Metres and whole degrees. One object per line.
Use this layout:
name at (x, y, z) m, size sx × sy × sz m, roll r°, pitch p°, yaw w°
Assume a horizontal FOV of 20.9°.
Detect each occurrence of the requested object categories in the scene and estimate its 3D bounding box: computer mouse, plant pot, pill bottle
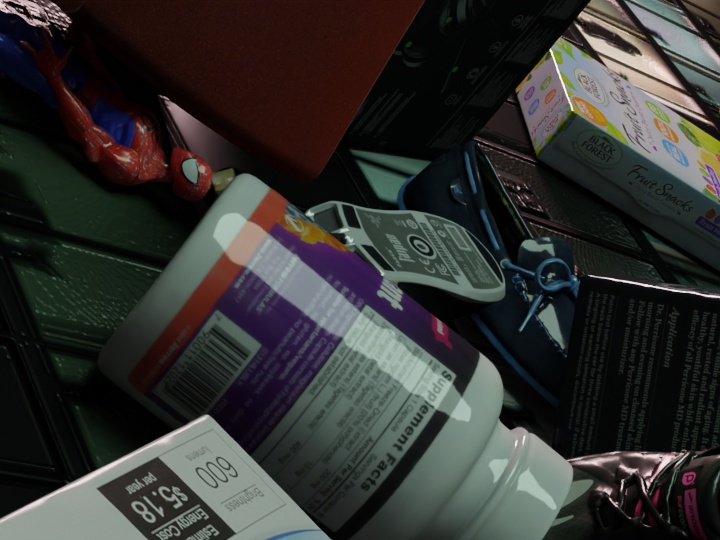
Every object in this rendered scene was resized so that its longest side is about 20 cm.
computer mouse at (0.000, 0.000, 1.069) m, size 0.199 × 0.044 × 0.110 m, roll 10°, pitch 36°, yaw -42°
plant pot at (-0.088, -0.195, 1.034) m, size 0.176 × 0.201 × 0.200 m, roll 15°, pitch 23°, yaw -47°
pill bottle at (-0.007, 0.059, 0.867) m, size 0.200 × 0.112 × 0.112 m, roll 38°, pitch 24°, yaw -5°

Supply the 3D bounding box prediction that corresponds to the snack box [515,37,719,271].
snack box at (0.216, -0.094, 1.532) m, size 0.199 × 0.053 × 0.143 m, roll 29°, pitch 25°, yaw -23°

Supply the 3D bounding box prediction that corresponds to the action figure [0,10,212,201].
action figure at (-0.158, -0.103, 1.010) m, size 0.200 × 0.052 × 0.065 m, roll 40°, pitch 19°, yaw -5°

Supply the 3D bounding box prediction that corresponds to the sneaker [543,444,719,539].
sneaker at (0.150, 0.111, 0.928) m, size 0.084 × 0.199 × 0.077 m, roll 55°, pitch 25°, yaw -66°

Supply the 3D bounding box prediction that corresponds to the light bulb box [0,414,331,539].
light bulb box at (-0.055, 0.174, 0.581) m, size 0.200 × 0.125 × 0.198 m, roll 44°, pitch 24°, yaw 10°

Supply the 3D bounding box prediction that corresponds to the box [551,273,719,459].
box at (0.242, 0.080, 1.076) m, size 0.196 × 0.125 × 0.200 m, roll 12°, pitch 3°, yaw 38°

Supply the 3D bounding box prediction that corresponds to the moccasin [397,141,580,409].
moccasin at (0.095, 0.002, 1.158) m, size 0.200 × 0.068 × 0.080 m, roll 52°, pitch 16°, yaw 23°

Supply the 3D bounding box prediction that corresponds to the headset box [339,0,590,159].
headset box at (0.033, -0.168, 1.243) m, size 0.200 × 0.174 × 0.093 m, roll 2°, pitch 44°, yaw -53°
